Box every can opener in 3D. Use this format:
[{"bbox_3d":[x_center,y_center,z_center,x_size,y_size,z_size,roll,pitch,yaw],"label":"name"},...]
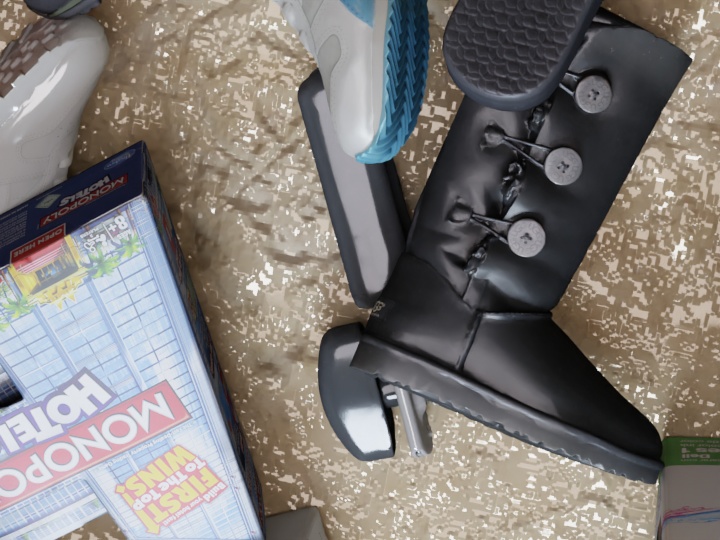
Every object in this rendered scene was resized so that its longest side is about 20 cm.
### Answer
[{"bbox_3d":[0.000,0.000,1.236,0.066,0.053,0.200,-9,103,8],"label":"can opener"}]

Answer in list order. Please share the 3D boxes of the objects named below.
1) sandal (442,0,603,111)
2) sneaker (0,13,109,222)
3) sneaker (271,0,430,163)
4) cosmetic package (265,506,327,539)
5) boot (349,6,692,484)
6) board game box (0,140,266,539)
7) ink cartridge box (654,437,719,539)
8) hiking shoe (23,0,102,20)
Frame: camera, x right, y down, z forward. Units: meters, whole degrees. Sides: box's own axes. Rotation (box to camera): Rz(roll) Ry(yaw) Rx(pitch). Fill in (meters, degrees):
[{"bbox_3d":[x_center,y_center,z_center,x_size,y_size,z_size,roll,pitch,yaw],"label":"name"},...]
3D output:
[{"bbox_3d":[0.104,-0.160,1.167,0.076,0.043,0.200,36,84,16],"label":"sandal"},{"bbox_3d":[-0.174,-0.039,1.245,0.080,0.076,0.200,36,113,-13],"label":"sneaker"},{"bbox_3d":[-0.018,-0.144,1.178,0.081,0.077,0.200,-11,81,12],"label":"sneaker"},{"bbox_3d":[-0.104,0.197,1.292,0.200,0.074,0.102,-14,103,9],"label":"cosmetic package"},{"bbox_3d":[0.104,-0.017,1.205,0.165,0.066,0.200,24,86,-16],"label":"boot"},{"bbox_3d":[-0.139,0.070,1.236,0.200,0.062,0.200,-27,117,10],"label":"board game box"},{"bbox_3d":[0.175,0.177,1.185,0.084,0.200,0.145,3,105,6],"label":"ink cartridge box"},{"bbox_3d":[-0.124,-0.203,1.155,0.101,0.076,0.200,25,126,-12],"label":"hiking shoe"}]
